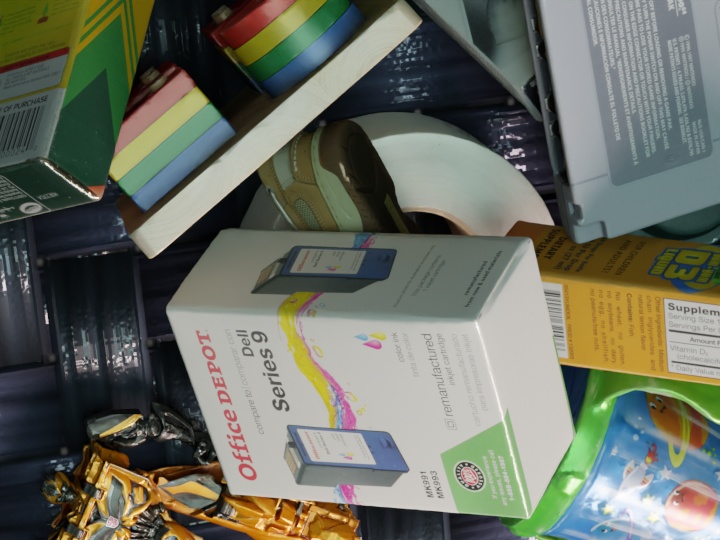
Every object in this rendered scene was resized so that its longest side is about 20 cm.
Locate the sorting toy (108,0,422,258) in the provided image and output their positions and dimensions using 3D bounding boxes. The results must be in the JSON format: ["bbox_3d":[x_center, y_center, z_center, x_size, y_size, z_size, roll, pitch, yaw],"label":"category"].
[{"bbox_3d":[-0.075,-0.108,1.385,0.199,0.200,0.070,-41,100,-1],"label":"sorting toy"}]

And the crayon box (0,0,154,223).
[{"bbox_3d":[-0.184,-0.124,1.346,0.051,0.127,0.200,38,53,-41],"label":"crayon box"}]

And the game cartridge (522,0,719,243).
[{"bbox_3d":[0.165,-0.125,1.373,0.133,0.040,0.200,-16,114,-9],"label":"game cartridge"}]

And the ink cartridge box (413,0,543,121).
[{"bbox_3d":[0.141,-0.195,1.433,0.200,0.041,0.200,-45,66,0],"label":"ink cartridge box"}]

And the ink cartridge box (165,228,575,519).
[{"bbox_3d":[0.007,0.058,1.373,0.200,0.088,0.145,4,127,28],"label":"ink cartridge box"}]

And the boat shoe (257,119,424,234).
[{"bbox_3d":[0.000,0.000,1.434,0.076,0.072,0.200,-14,118,23],"label":"boat shoe"}]

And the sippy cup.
[{"bbox_3d":[0.175,0.126,1.533,0.130,0.178,0.140,24,85,-11],"label":"sippy cup"}]

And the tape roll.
[{"bbox_3d":[0.024,0.004,1.506,0.202,0.071,0.202,-4,105,-14],"label":"tape roll"}]

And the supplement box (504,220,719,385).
[{"bbox_3d":[0.174,0.021,1.390,0.200,0.067,0.069,9,122,24],"label":"supplement box"}]

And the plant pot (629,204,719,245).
[{"bbox_3d":[0.226,-0.050,1.511,0.200,0.134,0.200,-3,105,-13],"label":"plant pot"}]

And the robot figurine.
[{"bbox_3d":[-0.109,0.168,1.521,0.200,0.058,0.145,20,98,-19],"label":"robot figurine"}]
